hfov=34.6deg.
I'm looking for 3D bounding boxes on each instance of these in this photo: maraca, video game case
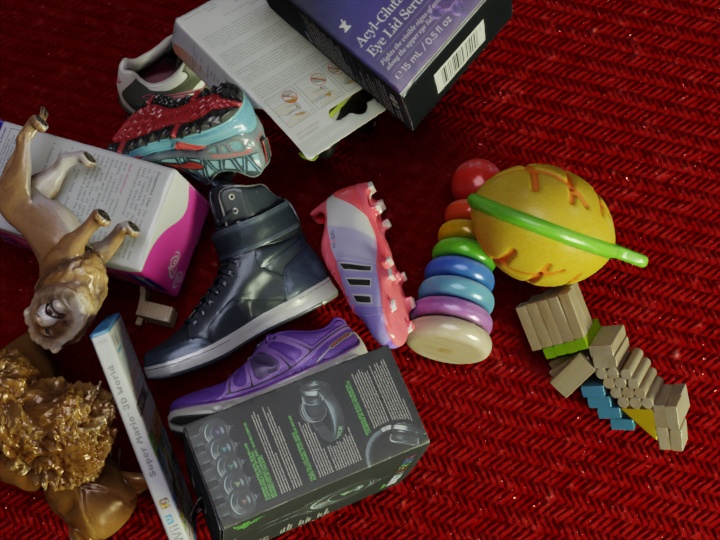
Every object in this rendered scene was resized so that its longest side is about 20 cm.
[{"bbox_3d":[0.183,-0.037,1.070,0.137,0.198,0.108,32,103,47],"label":"maraca"},{"bbox_3d":[-0.186,0.139,1.004,0.018,0.143,0.203,-21,96,-6],"label":"video game case"}]

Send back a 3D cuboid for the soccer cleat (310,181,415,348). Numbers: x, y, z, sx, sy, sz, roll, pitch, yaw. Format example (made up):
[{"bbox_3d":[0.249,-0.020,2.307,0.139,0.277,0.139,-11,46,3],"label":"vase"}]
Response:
[{"bbox_3d":[0.000,0.000,1.095,0.076,0.067,0.202,-24,48,13],"label":"soccer cleat"}]

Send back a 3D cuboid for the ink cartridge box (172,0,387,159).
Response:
[{"bbox_3d":[-0.059,-0.200,1.114,0.161,0.050,0.200,-35,74,-28],"label":"ink cartridge box"}]

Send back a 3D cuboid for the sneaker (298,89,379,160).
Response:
[{"bbox_3d":[-0.005,-0.183,1.179,0.071,0.084,0.200,18,49,39],"label":"sneaker"}]

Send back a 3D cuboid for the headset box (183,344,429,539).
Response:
[{"bbox_3d":[-0.059,0.164,0.998,0.197,0.175,0.094,-20,72,-15],"label":"headset box"}]

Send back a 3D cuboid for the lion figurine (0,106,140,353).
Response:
[{"bbox_3d":[-0.273,-0.037,1.014,0.122,0.072,0.201,-42,63,17],"label":"lion figurine"}]

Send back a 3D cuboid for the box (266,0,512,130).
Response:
[{"bbox_3d":[0.018,-0.254,1.042,0.199,0.104,0.148,41,88,13],"label":"box"}]

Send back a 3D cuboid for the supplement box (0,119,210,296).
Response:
[{"bbox_3d":[-0.259,-0.059,1.099,0.197,0.101,0.105,15,78,16],"label":"supplement box"}]

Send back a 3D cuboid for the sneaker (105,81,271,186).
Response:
[{"bbox_3d":[-0.164,-0.111,1.100,0.198,0.096,0.080,1,48,45],"label":"sneaker"}]

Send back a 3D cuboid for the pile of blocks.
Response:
[{"bbox_3d":[0.234,0.090,1.100,0.200,0.082,0.062,47,35,4],"label":"pile of blocks"}]

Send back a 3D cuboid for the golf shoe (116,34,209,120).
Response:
[{"bbox_3d":[-0.151,-0.206,1.169,0.198,0.088,0.078,-24,68,-8],"label":"golf shoe"}]

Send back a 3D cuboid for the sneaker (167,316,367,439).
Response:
[{"bbox_3d":[-0.090,0.104,1.094,0.197,0.081,0.084,-20,57,-13],"label":"sneaker"}]

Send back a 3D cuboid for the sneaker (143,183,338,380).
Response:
[{"bbox_3d":[-0.137,0.003,1.088,0.201,0.077,0.148,-29,98,-20],"label":"sneaker"}]

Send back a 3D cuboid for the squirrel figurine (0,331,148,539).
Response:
[{"bbox_3d":[-0.273,0.157,1.009,0.141,0.200,0.187,-41,90,-21],"label":"squirrel figurine"}]

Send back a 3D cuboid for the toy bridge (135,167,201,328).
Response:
[{"bbox_3d":[-0.193,-0.041,1.152,0.066,0.027,0.203,13,74,7],"label":"toy bridge"}]

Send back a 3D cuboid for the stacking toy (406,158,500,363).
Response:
[{"bbox_3d":[0.098,-0.017,1.119,0.084,0.086,0.203,10,68,4],"label":"stacking toy"}]
